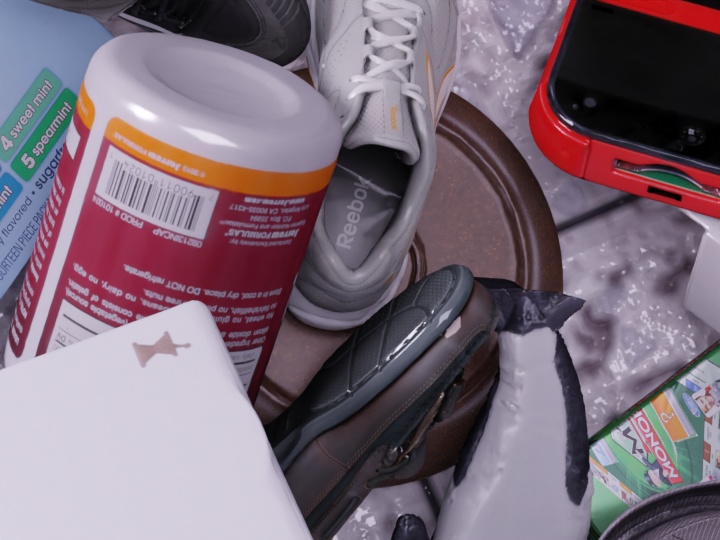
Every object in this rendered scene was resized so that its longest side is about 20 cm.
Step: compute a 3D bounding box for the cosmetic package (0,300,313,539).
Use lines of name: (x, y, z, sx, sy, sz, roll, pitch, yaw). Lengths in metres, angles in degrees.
cosmetic package: (-0.097, 0.156, 1.199, 0.166, 0.200, 0.167, -19, 43, -7)

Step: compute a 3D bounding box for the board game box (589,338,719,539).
board game box: (0.196, 0.136, 1.389, 0.135, 0.029, 0.200, -35, 89, -13)

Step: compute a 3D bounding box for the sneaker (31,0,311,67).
sneaker: (-0.108, -0.135, 1.280, 0.200, 0.091, 0.066, 35, 119, -20)

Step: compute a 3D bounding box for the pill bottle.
pill bottle: (-0.088, 0.008, 1.280, 0.113, 0.113, 0.200, 17, 112, -8)

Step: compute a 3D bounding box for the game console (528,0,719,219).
game console: (0.190, -0.093, 1.373, 0.200, 0.031, 0.177, 17, 52, 7)

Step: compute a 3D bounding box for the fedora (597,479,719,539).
fedora: (0.179, 0.189, 1.302, 0.177, 0.090, 0.200, -25, 99, -15)

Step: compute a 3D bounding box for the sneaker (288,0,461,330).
sneaker: (0.011, -0.075, 1.321, 0.076, 0.092, 0.200, 9, 80, -10)

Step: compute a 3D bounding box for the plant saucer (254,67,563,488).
plant saucer: (0.000, 0.000, 1.372, 0.200, 0.034, 0.201, 1, 83, -10)

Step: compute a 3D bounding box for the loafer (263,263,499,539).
loafer: (-0.002, 0.075, 1.307, 0.063, 0.072, 0.200, 40, 119, -14)

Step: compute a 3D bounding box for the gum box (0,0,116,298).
gum box: (-0.209, -0.084, 1.279, 0.200, 0.045, 0.170, 44, 63, -23)

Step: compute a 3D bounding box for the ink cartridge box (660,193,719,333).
ink cartridge box: (0.233, 0.000, 1.367, 0.200, 0.067, 0.116, 38, 62, 20)

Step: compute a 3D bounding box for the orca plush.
orca plush: (0.057, 0.097, 1.347, 0.105, 0.071, 0.200, -10, 106, -7)
